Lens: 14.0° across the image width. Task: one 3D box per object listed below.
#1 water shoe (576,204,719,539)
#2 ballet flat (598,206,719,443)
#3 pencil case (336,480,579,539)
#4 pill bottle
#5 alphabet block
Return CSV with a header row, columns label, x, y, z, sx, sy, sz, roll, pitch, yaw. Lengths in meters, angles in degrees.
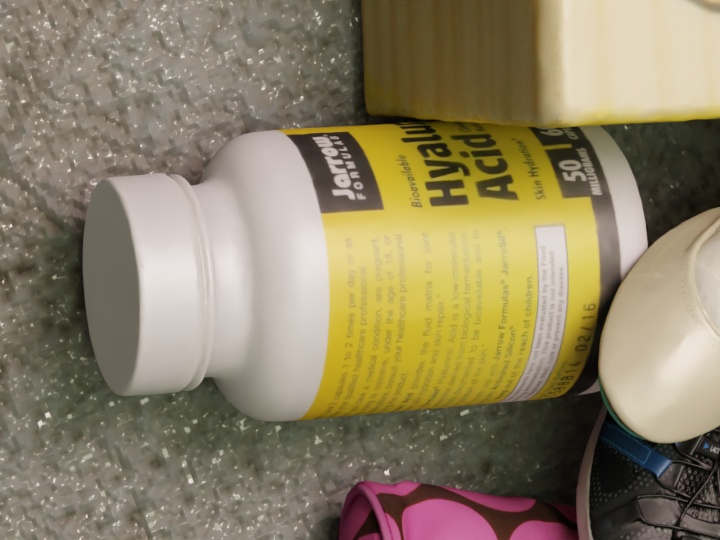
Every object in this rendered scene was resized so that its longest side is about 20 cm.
label,x,y,z,sx,sy,sz,roll,pitch,yaw
water shoe,0.133,0.055,1.152,0.071,0.079,0.201,18,55,-15
ballet flat,0.157,-0.007,1.109,0.200,0.069,0.070,-42,109,-44
pencil case,0.084,0.142,1.173,0.199,0.094,0.091,7,115,-20
pill bottle,0.000,0.000,1.122,0.199,0.111,0.112,-5,95,-20
alphabet block,0.114,-0.160,1.110,0.195,0.196,0.201,-5,96,-18
